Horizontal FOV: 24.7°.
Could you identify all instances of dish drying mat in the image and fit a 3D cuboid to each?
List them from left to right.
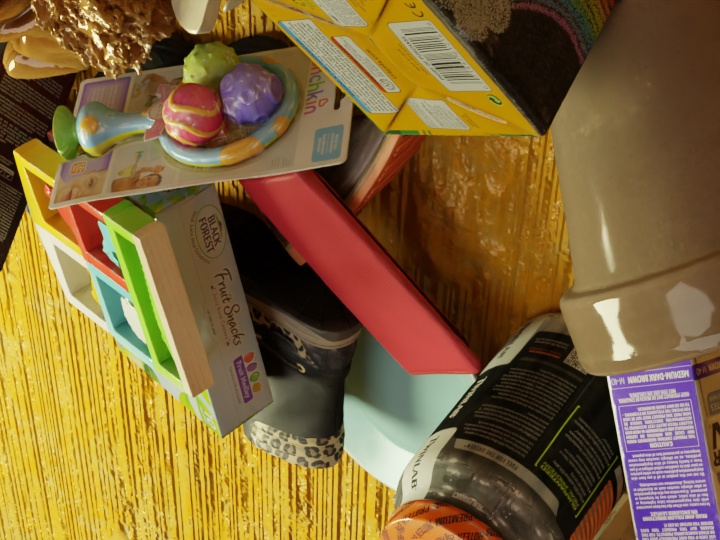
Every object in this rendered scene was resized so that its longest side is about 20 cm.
[{"bbox_3d":[0.000,0.000,1.079,0.077,0.018,0.200,-6,135,50],"label":"dish drying mat"}]

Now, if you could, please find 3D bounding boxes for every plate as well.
[{"bbox_3d":[0.027,0.084,1.207,0.200,0.026,0.201,30,138,31],"label":"plate"}]

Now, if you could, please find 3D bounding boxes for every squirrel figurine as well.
[{"bbox_3d":[-0.205,-0.190,1.030,0.199,0.186,0.143,6,97,22],"label":"squirrel figurine"}]

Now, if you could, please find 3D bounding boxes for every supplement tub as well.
[{"bbox_3d":[0.104,0.130,1.054,0.122,0.200,0.123,24,137,24],"label":"supplement tub"}]

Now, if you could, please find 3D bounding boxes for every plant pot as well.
[{"bbox_3d":[0.178,-0.062,0.851,0.200,0.200,0.176,-19,92,49],"label":"plant pot"}]

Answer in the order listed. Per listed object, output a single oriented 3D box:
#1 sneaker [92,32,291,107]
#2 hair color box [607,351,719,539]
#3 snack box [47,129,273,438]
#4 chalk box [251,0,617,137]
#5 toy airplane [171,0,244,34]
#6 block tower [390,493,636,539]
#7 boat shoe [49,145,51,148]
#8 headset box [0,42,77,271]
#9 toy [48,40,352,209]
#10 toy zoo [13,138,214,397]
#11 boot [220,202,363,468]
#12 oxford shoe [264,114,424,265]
[{"bbox_3d":[-0.128,-0.114,1.126,0.199,0.091,0.076,1,127,43],"label":"sneaker"},{"bbox_3d":[0.211,0.134,0.971,0.065,0.109,0.201,-8,92,39],"label":"hair color box"},{"bbox_3d":[-0.136,0.001,1.131,0.142,0.053,0.201,33,146,42],"label":"snack box"},{"bbox_3d":[0.059,-0.181,0.811,0.124,0.201,0.125,5,150,50],"label":"chalk box"},{"bbox_3d":[-0.065,-0.255,0.926,0.200,0.140,0.200,-30,65,59],"label":"toy airplane"},{"bbox_3d":[0.113,0.194,1.224,0.199,0.054,0.058,-1,125,42],"label":"block tower"},{"bbox_3d":[-0.230,-0.070,1.274,0.201,0.075,0.086,3,143,49],"label":"boat shoe"},{"bbox_3d":[-0.303,-0.110,1.219,0.148,0.201,0.077,8,163,37],"label":"headset box"},{"bbox_3d":[-0.103,-0.106,1.029,0.199,0.116,0.047,-10,138,19],"label":"toy"},{"bbox_3d":[-0.174,-0.009,1.100,0.200,0.020,0.132,32,145,44],"label":"toy zoo"},{"bbox_3d":[-0.078,0.047,1.219,0.199,0.073,0.151,30,135,31],"label":"boot"},{"bbox_3d":[-0.019,-0.072,1.083,0.073,0.071,0.200,46,142,0],"label":"oxford shoe"}]
